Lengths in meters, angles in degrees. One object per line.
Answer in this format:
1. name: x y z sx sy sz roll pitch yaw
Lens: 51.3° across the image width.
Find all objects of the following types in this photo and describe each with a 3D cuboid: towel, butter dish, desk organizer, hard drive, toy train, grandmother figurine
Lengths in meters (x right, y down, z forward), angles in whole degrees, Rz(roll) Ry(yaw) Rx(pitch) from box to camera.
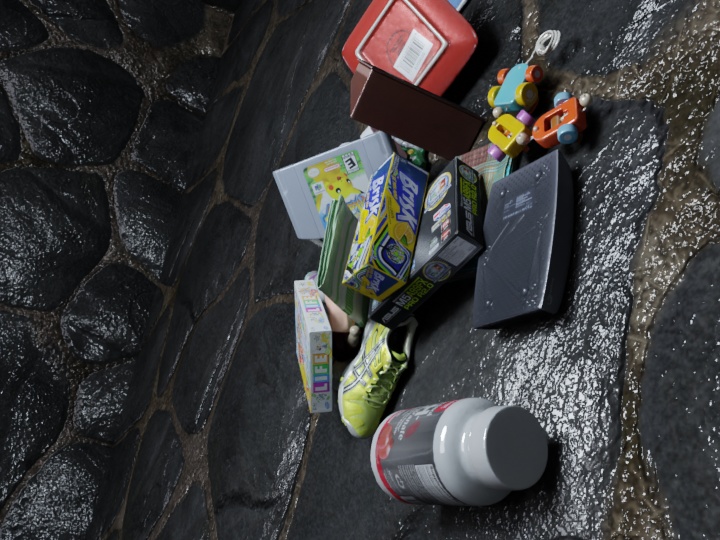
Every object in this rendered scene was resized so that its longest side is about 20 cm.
1. towel: 0.000 0.000 1.114 0.023 0.200 0.153 -5 61 26
2. butter dish: 0.104 -0.367 1.242 0.200 0.148 0.200 52 126 16
3. desk organizer: 0.076 -0.233 1.109 0.077 0.200 0.072 -64 25 16
4. towel: 0.153 -0.082 1.035 0.147 0.022 0.200 -14 59 59
5. hard drive: 0.195 -0.031 0.888 0.135 0.042 0.200 -27 47 57
6. toy train: 0.230 -0.206 0.949 0.150 0.056 0.200 -33 38 36
7. grandmother figurine: -0.028 0.094 1.171 0.121 0.060 0.200 -159 65 -73

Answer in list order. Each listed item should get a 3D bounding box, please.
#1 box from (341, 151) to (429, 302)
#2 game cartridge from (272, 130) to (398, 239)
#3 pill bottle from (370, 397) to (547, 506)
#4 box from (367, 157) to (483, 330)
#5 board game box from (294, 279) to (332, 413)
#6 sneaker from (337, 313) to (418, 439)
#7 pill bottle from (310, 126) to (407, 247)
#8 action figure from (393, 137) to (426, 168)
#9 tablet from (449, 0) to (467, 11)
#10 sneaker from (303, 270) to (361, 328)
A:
1. box: 0.037 -0.062 1.031 0.070 0.064 0.200 -40 30 49
2. game cartridge: -0.026 -0.124 1.163 0.200 0.134 0.040 -18 13 18
3. pill bottle: 0.105 0.197 0.812 0.200 0.111 0.111 -27 47 56
4. box: 0.087 -0.035 1.031 0.200 0.044 0.160 -46 25 38
5. board game box: -0.075 0.113 1.175 0.200 0.034 0.135 -118 27 -67
6. sneaker: 0.025 0.142 1.069 0.076 0.075 0.200 -2 71 65
7. pill bottle: -0.018 -0.138 1.235 0.200 0.112 0.112 -48 30 21
8. action figure: 0.060 -0.193 1.298 0.200 0.055 0.118 21 87 62
9. tablet: 0.135 -0.459 1.396 0.200 0.014 0.130 -50 30 38
10. sneaker: -0.021 0.005 1.289 0.140 0.078 0.200 -63 34 9
